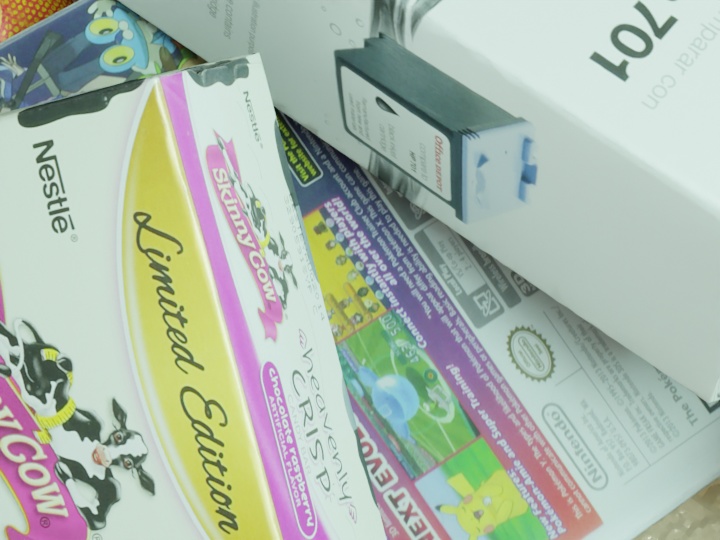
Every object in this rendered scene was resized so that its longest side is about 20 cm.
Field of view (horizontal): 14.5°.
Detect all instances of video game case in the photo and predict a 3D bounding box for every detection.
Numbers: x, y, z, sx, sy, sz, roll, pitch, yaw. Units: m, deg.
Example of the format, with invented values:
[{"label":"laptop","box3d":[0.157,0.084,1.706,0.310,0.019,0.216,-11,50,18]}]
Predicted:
[{"label":"video game case","box3d":[0.000,0.000,0.751,0.182,0.023,0.200,-32,85,-25]}]

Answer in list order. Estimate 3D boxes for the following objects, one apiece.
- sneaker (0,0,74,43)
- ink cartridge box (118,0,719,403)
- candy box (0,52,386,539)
[{"label":"sneaker","box3d":[-0.141,-0.085,0.756,0.200,0.077,0.073,40,88,-9]},{"label":"ink cartridge box","box3d":[0.055,-0.086,0.716,0.200,0.086,0.146,34,63,15]},{"label":"candy box","box3d":[-0.105,0.037,0.686,0.200,0.061,0.136,-14,94,23]}]
